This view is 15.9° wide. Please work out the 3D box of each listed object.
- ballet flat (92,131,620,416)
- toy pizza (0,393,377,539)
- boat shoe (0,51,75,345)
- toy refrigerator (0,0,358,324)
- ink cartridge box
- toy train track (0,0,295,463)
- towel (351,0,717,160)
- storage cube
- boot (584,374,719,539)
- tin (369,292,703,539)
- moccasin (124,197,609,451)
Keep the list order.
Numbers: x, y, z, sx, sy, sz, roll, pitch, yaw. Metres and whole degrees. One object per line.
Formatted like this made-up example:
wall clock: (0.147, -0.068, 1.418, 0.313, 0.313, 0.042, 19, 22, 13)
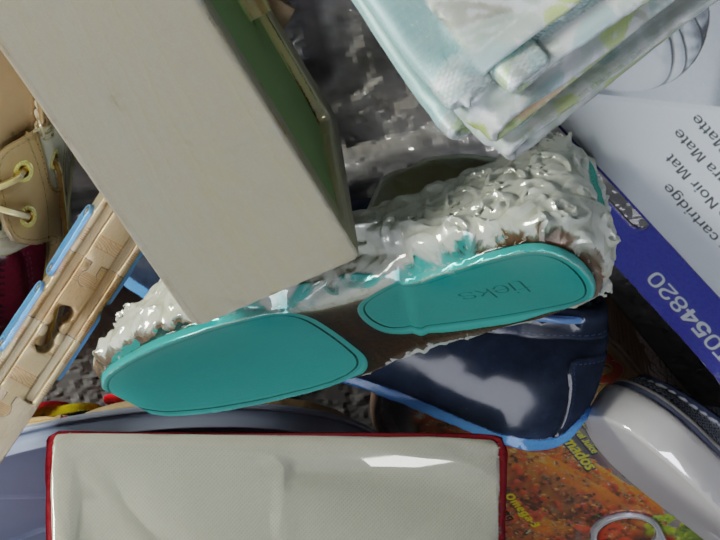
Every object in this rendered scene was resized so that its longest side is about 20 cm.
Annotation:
ballet flat: (0.000, 0.000, 0.896, 0.199, 0.072, 0.072, -15, 135, 24)
toy pizza: (-0.088, 0.077, 1.055, 0.199, 0.032, 0.200, -6, 161, -2)
boat shoe: (-0.138, -0.029, 0.953, 0.074, 0.067, 0.201, -2, 136, 1)
toy refrigerator: (-0.069, -0.083, 0.814, 0.070, 0.076, 0.200, -23, 130, 12)
ink cartridge box: (0.116, -0.059, 0.858, 0.200, 0.041, 0.200, 46, 136, -2)
toy train track: (-0.090, -0.020, 0.925, 0.114, 0.033, 0.200, 29, 101, -27)
towel: (0.047, -0.154, 0.727, 0.171, 0.200, 0.048, -35, 165, 3)
storage cube: (-0.032, 0.165, 0.997, 0.199, 0.172, 0.180, 1, 161, -2)
boot: (0.167, 0.070, 1.041, 0.091, 0.073, 0.200, -57, 137, -7)
tin: (0.083, 0.069, 1.080, 0.112, 0.042, 0.200, -21, 133, 25)
moccasin: (-0.001, 0.000, 0.977, 0.199, 0.081, 0.068, 19, 111, -5)
